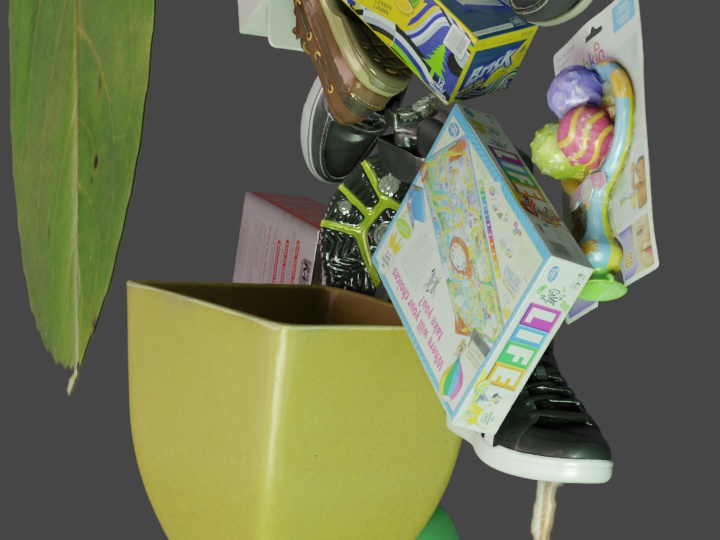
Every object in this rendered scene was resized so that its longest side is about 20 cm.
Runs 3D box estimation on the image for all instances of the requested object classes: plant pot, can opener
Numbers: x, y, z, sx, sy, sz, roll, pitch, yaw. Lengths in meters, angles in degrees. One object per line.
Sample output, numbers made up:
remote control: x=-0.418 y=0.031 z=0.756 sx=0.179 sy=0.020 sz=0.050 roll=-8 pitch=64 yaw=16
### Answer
plant pot: x=-0.050 y=0.120 z=1.537 sx=0.195 sy=0.194 sz=0.200 roll=15 pitch=100 yaw=50
can opener: x=0.070 y=-0.086 z=1.581 sx=0.200 sy=0.053 sz=0.067 roll=-144 pitch=47 yaw=-64

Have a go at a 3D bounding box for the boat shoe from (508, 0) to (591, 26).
boat shoe: x=0.138 y=-0.225 z=1.420 sx=0.200 sy=0.063 sz=0.073 roll=140 pitch=131 yaw=-60

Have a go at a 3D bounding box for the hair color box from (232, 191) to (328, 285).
hair color box: x=-0.049 y=-0.002 z=1.831 sx=0.200 sy=0.061 sz=0.102 roll=-148 pitch=66 yaw=-67

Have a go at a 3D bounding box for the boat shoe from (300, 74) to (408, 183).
boat shoe: x=0.009 y=-0.147 z=1.724 sx=0.200 sy=0.070 sz=0.066 roll=-64 pitch=28 yaw=26

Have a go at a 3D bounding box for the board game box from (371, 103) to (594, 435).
board game box: x=0.076 y=-0.005 z=1.414 sx=0.134 sy=0.034 sz=0.200 roll=-61 pitch=29 yaw=24

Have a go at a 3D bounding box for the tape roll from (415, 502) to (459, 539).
tape roll: x=0.021 y=0.268 z=1.617 sx=0.200 sy=0.048 sz=0.201 roll=-174 pitch=90 yaw=-68

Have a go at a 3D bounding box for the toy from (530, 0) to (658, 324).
toy: x=0.144 y=-0.078 z=1.394 sx=0.115 sy=0.047 sz=0.200 roll=140 pitch=130 yaw=-58

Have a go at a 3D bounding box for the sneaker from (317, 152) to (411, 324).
sneaker: x=0.000 y=0.000 z=1.694 sx=0.076 sy=0.075 sz=0.200 roll=14 pitch=-85 yaw=-83

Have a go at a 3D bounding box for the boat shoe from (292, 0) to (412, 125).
boat shoe: x=-0.026 y=-0.198 z=1.664 sx=0.068 sy=0.072 sz=0.200 roll=-45 pitch=49 yaw=30

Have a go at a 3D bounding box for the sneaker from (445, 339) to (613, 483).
sneaker: x=0.110 y=0.069 z=1.410 sx=0.200 sy=0.073 sz=0.112 roll=-157 pitch=72 yaw=-68

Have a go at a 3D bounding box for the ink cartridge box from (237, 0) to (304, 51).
ink cartridge box: x=-0.042 y=-0.258 z=1.797 sx=0.067 sy=0.116 sz=0.200 roll=138 pitch=133 yaw=-58

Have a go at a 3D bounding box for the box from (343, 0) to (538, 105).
box: x=0.035 y=-0.212 z=1.558 sx=0.200 sy=0.070 sz=0.064 roll=48 pitch=135 yaw=25
